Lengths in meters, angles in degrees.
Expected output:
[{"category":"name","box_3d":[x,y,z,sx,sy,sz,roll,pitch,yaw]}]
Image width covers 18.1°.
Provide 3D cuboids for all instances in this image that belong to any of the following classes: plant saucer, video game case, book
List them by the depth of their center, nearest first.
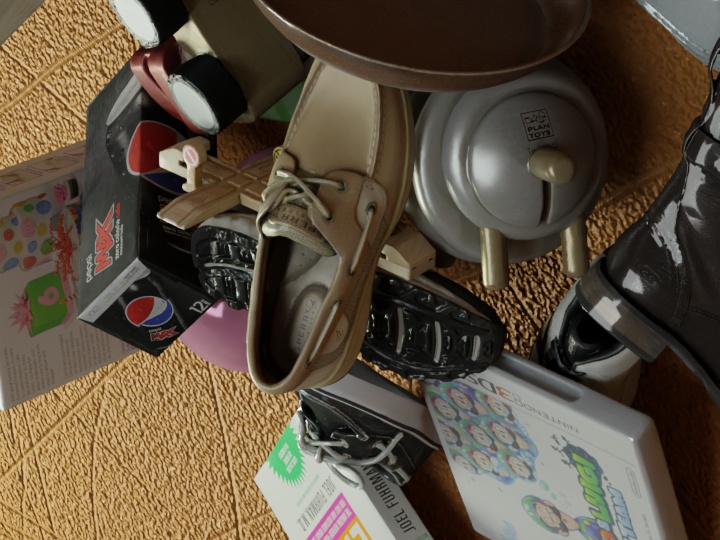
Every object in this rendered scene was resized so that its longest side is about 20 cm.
[{"category":"plant saucer","box_3d":[0.026,-0.154,1.235,0.200,0.200,0.032,38,135,29]},{"category":"video game case","box_3d":[0.118,0.126,1.362,0.182,0.024,0.200,24,149,38]},{"category":"book","box_3d":[0.010,0.191,1.537,0.200,0.048,0.134,56,151,15]}]

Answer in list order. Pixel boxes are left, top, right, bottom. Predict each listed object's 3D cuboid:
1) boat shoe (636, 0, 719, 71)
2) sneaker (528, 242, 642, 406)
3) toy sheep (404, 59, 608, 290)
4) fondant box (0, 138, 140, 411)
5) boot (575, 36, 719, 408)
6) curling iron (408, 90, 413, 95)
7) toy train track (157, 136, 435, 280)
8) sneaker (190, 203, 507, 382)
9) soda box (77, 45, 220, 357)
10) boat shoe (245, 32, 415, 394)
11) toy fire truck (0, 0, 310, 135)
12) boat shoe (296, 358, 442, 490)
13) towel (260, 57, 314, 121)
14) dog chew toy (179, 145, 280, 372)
[{"category":"boat shoe","box_3d":[0.140,-0.179,1.197,0.201,0.071,0.070,54,139,13]},{"category":"sneaker","box_3d":[0.131,0.042,1.318,0.074,0.080,0.200,46,139,17]},{"category":"toy sheep","box_3d":[0.080,-0.063,1.274,0.200,0.137,0.138,19,126,67]},{"category":"fondant box","box_3d":[-0.191,-0.009,1.548,0.058,0.200,0.145,15,119,42]},{"category":"boot","box_3d":[0.227,-0.009,1.179,0.200,0.069,0.174,30,113,-12]},{"category":"curling iron","box_3d":[0.007,-0.176,1.303,0.026,0.049,0.201,120,153,-44]},{"category":"toy train track","box_3d":[-0.039,-0.046,1.311,0.200,0.115,0.033,25,127,34]},{"category":"sneaker","box_3d":[0.000,0.000,1.327,0.200,0.079,0.074,23,134,23]},{"category":"soda box","box_3d":[-0.133,-0.047,1.433,0.071,0.063,0.200,-43,34,32]},{"category":"boat shoe","box_3d":[-0.022,-0.030,1.229,0.072,0.065,0.201,17,102,23]},{"category":"toy fire truck","box_3d":[-0.145,-0.164,1.400,0.176,0.129,0.200,56,158,-20]},{"category":"boat shoe","box_3d":[-0.005,0.093,1.405,0.073,0.199,0.068,34,89,22]},{"category":"towel","box_3d":[-0.082,-0.182,1.439,0.149,0.031,0.200,10,136,46]},{"category":"dog chew toy","box_3d":[-0.047,-0.023,1.453,0.125,0.124,0.200,53,132,13]}]
